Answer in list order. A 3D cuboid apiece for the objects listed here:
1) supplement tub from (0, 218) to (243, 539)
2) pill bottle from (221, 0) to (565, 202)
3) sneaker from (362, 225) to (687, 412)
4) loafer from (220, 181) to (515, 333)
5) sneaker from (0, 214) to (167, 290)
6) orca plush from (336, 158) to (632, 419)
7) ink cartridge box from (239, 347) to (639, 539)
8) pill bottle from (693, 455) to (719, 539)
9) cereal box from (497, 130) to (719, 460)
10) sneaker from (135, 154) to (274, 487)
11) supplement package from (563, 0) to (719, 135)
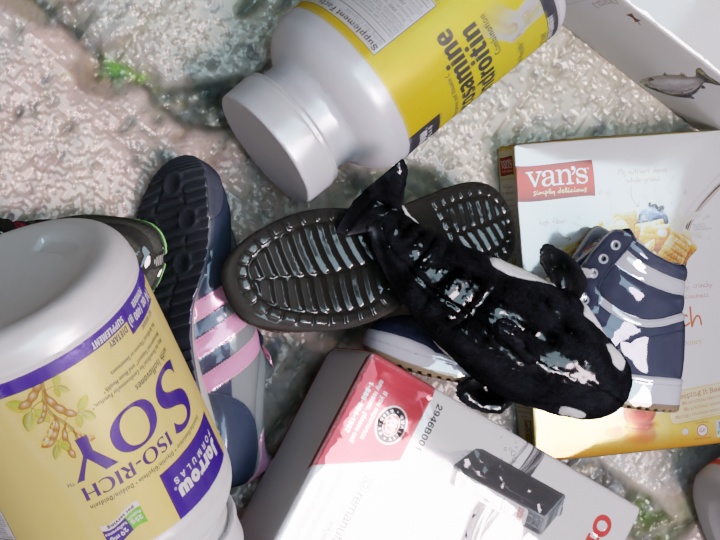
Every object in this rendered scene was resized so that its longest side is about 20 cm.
[{"bbox_3d":[-0.157,0.089,1.384,0.145,0.145,0.200,-32,118,-16],"label":"supplement tub"},{"bbox_3d":[0.018,-0.132,1.519,0.200,0.112,0.112,-40,101,-14],"label":"pill bottle"},{"bbox_3d":[0.104,0.020,1.534,0.199,0.070,0.109,9,93,-10],"label":"sneaker"},{"bbox_3d":[0.000,0.000,1.521,0.199,0.071,0.073,-11,82,-31],"label":"loafer"},{"bbox_3d":[-0.207,0.003,1.455,0.199,0.084,0.077,-5,86,-16],"label":"sneaker"},{"bbox_3d":[0.082,0.017,1.459,0.105,0.071,0.200,-39,98,-6],"label":"orca plush"},{"bbox_3d":[0.044,0.156,1.505,0.200,0.084,0.145,31,81,-17],"label":"ink cartridge box"},{"bbox_3d":[0.322,0.128,1.619,0.200,0.112,0.112,-29,99,-15],"label":"pill bottle"},{"bbox_3d":[0.165,0.014,1.603,0.143,0.040,0.201,-5,92,-15],"label":"cereal box"},{"bbox_3d":[-0.090,0.033,1.519,0.082,0.070,0.201,7,80,-49],"label":"sneaker"},{"bbox_3d":[0.215,-0.174,1.581,0.200,0.117,0.117,36,79,-14],"label":"supplement package"}]
